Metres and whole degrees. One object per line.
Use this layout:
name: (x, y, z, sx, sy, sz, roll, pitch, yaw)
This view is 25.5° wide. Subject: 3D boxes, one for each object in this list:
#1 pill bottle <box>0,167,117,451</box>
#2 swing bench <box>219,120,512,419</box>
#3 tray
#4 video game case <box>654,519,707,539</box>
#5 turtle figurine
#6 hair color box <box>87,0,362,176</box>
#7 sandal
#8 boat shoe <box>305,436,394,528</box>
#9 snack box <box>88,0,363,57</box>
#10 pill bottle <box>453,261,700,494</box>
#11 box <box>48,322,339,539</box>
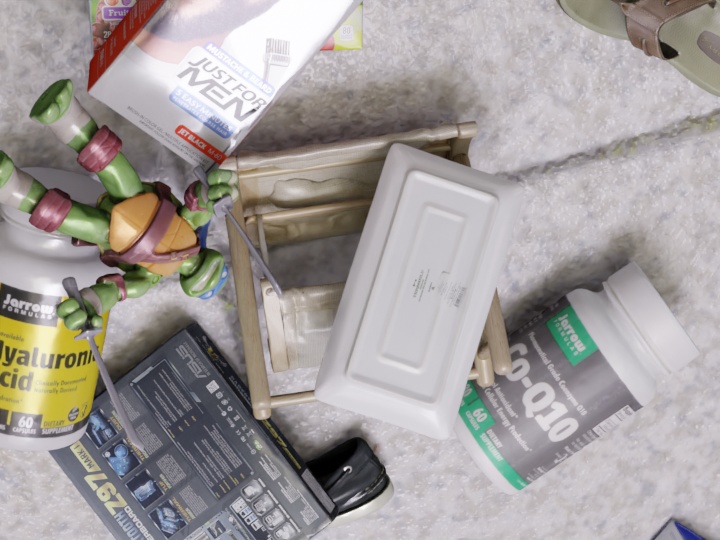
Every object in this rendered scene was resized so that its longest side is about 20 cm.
pill bottle: (-0.248, 0.028, 1.221, 0.111, 0.111, 0.201, 9, 108, -13)
swing bench: (0.000, 0.000, 1.231, 0.198, 0.130, 0.201, -8, 82, -4)
tray: (0.045, 0.013, 1.157, 0.107, 0.022, 0.201, 18, 81, -3)
video game case: (0.314, 0.354, 1.511, 0.200, 0.045, 0.181, 32, 105, -21)
turtle figurine: (-0.158, -0.027, 1.090, 0.194, 0.200, 0.144, 39, 124, -23)
hair color box: (-0.087, -0.176, 1.106, 0.111, 0.064, 0.200, 34, 108, -24)
sandal: (0.242, -0.195, 1.228, 0.200, 0.057, 0.080, 24, 109, -19)
boat shoe: (-0.073, 0.198, 1.356, 0.199, 0.075, 0.066, -19, 114, 1)
snack box: (-0.098, -0.244, 1.142, 0.199, 0.068, 0.169, -2, 118, -9)
pill bottle: (0.173, 0.087, 1.322, 0.200, 0.113, 0.113, -36, 116, 8)
box: (-0.139, 0.168, 1.302, 0.158, 0.051, 0.200, -38, 89, 8)
